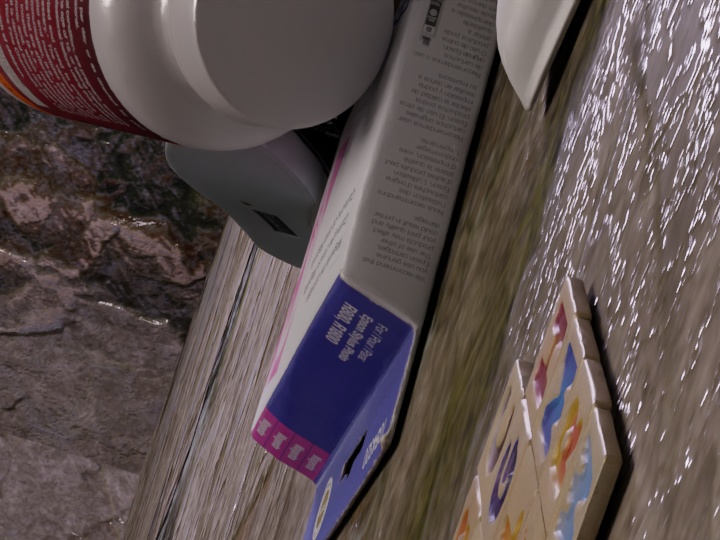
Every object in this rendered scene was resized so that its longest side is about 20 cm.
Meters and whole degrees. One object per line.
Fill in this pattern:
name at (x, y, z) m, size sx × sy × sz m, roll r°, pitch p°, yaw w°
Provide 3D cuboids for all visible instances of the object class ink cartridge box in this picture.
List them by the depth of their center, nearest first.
ink cartridge box at (0.000, 0.000, 1.172) m, size 0.196 × 0.043 × 0.201 m, roll 119°, pitch 169°, yaw -66°

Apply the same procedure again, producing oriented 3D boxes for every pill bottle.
pill bottle at (-0.073, -0.107, 1.186) m, size 0.200 × 0.113 × 0.114 m, roll 16°, pitch 88°, yaw 59°

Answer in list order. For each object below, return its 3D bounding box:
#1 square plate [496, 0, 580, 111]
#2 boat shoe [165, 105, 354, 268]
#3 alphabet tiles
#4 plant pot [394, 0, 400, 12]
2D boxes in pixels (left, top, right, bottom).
square plate at (0.082, -0.182, 0.957) m, size 0.198 × 0.028 × 0.201 m, roll -78°, pitch 7°, yaw -56°
boat shoe at (-0.030, -0.067, 1.343) m, size 0.200 × 0.070 × 0.091 m, roll 55°, pitch -128°, yaw -71°
alphabet tiles at (0.027, 0.096, 0.700) m, size 0.200 × 0.006 × 0.167 m, roll -88°, pitch 16°, yaw -74°
plant pot at (-0.015, -0.187, 1.313) m, size 0.200 × 0.186 × 0.188 m, roll -154°, pitch 81°, yaw -77°
